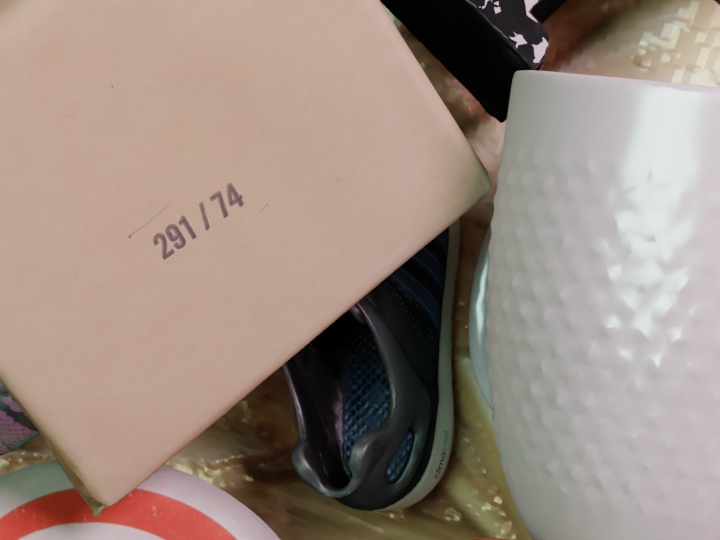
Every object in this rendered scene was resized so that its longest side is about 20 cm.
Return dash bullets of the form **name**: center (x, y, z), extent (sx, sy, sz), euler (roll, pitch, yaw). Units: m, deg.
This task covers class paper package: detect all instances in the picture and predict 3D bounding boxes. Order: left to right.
- **paper package**: center (-0.084, -0.048, 0.792), extent (0.200, 0.191, 0.103), euler (-39, 33, -7)

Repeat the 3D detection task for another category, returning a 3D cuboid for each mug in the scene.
- **mug**: center (0.106, 0.017, 0.812), extent (0.200, 0.148, 0.176), euler (14, 98, 58)

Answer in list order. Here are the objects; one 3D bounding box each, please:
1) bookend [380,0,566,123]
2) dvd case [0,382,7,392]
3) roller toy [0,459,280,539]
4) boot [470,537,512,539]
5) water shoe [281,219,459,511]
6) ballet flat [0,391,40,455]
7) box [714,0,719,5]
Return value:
- **bookend**: center (0.064, -0.207, 0.880), extent (0.200, 0.092, 0.199), euler (-44, 86, -10)
- **dvd case**: center (-0.130, -0.021, 0.944), extent (0.200, 0.018, 0.143), euler (-8, 80, 15)
- **roller toy**: center (-0.107, 0.175, 0.838), extent (0.182, 0.140, 0.200), euler (38, 55, 10)
- **boot**: center (0.004, 0.183, 0.771), extent (0.074, 0.155, 0.200), euler (29, 98, 38)
- **water shoe**: center (0.000, 0.000, 0.892), extent (0.071, 0.079, 0.200), euler (-14, 75, 24)
- **ballet flat**: center (-0.182, -0.011, 1.001), extent (0.071, 0.069, 0.200), euler (-21, 73, 4)
- **box**: center (0.124, -0.228, 0.817), extent (0.200, 0.050, 0.158), euler (42, 78, 2)
